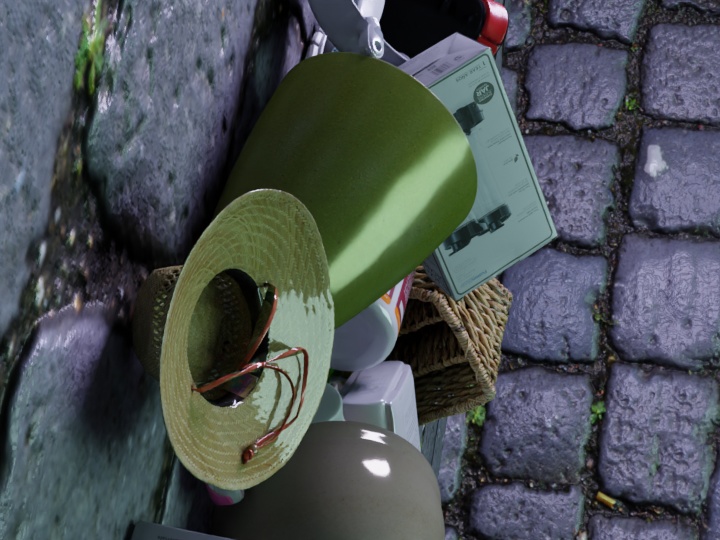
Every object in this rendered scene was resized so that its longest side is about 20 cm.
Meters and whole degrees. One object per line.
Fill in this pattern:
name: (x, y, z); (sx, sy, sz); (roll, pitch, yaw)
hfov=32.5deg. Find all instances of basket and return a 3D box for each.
basket: (0.051, 0.077, 1.385); (0.143, 0.200, 0.149); (38, 50, -29)

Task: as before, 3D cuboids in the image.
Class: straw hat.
straw hat: (-0.101, 0.041, 0.798); (0.201, 0.085, 0.202); (-27, 122, -55)

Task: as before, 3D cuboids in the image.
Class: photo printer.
photo printer: (0.023, 0.207, 1.246); (0.166, 0.069, 0.201); (-50, 134, -76)

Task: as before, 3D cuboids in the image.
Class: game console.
game console: (0.047, -0.189, 1.158); (0.177, 0.031, 0.200); (-62, -148, 10)

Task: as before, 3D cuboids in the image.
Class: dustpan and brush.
dustpan and brush: (0.001, -0.207, 1.031); (0.140, 0.057, 0.200); (48, 26, -22)

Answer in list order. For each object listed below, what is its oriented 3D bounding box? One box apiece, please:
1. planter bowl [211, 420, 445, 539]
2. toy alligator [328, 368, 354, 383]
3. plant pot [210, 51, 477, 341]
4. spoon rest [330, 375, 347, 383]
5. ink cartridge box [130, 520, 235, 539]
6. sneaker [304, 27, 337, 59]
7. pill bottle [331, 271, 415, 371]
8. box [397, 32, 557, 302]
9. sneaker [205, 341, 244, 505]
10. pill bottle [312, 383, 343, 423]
planter bowl: (-0.018, 0.243, 1.009); (0.135, 0.200, 0.201); (-110, -161, -59)
toy alligator: (-0.036, 0.088, 1.290); (0.200, 0.059, 0.054); (-63, 158, -63)
plant pot: (-0.037, -0.034, 0.946); (0.200, 0.187, 0.187); (-53, 154, -36)
spoon rest: (-0.048, 0.195, 1.360); (0.099, 0.060, 0.201); (-32, 142, -75)
ink cartridge box: (-0.131, 0.297, 0.842); (0.146, 0.087, 0.200); (85, 18, -53)
sneaker: (-0.013, -0.158, 1.145); (0.078, 0.091, 0.200); (88, 14, -46)
pill bottle: (0.000, 0.000, 1.276); (0.200, 0.113, 0.113); (-70, 164, -50)
box: (0.083, -0.087, 1.065); (0.060, 0.116, 0.200); (43, -17, 56)
sneaker: (-0.075, 0.095, 0.995); (0.081, 0.088, 0.200); (81, 20, -59)
pill bottle: (-0.057, 0.200, 1.119); (0.109, 0.109, 0.201); (-66, 161, -58)
